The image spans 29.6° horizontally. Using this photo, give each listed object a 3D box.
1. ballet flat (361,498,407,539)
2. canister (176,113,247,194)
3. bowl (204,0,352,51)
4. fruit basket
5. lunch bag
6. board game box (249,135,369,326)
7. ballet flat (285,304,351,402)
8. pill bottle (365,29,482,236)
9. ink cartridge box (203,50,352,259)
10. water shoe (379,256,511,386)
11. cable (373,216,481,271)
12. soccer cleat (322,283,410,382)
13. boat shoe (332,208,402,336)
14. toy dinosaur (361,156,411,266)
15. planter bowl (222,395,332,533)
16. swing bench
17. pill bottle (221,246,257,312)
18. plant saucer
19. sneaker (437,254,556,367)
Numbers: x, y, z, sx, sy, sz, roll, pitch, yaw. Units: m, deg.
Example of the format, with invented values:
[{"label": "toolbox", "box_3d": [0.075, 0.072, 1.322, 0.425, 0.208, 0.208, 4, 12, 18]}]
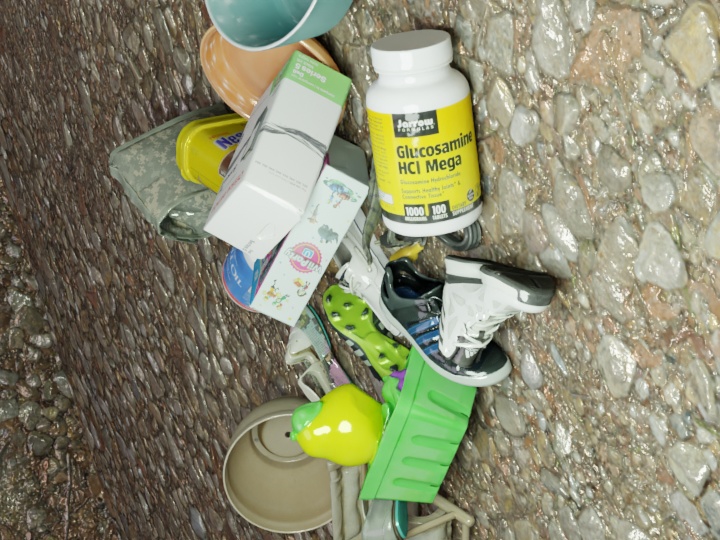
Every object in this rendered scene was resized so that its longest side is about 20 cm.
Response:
[{"label": "ballet flat", "box_3d": [0.035, 0.270, 1.744, 0.201, 0.063, 0.068, -75, -35, -51]}, {"label": "canister", "box_3d": [-0.135, -0.137, 1.816, 0.200, 0.148, 0.087, 35, 129, 47]}, {"label": "bowl", "box_3d": [-0.077, -0.344, 1.554, 0.200, 0.105, 0.203, 0, 90, 41]}, {"label": "fruit basket", "box_3d": [0.022, 0.178, 1.642, 0.214, 0.156, 0.217, 10, 134, 11]}, {"label": "lunch bag", "box_3d": [-0.249, -0.132, 1.982, 0.164, 0.199, 0.118, 50, 148, 32]}, {"label": "board game box", "box_3d": [-0.063, -0.053, 1.662, 0.201, 0.064, 0.148, -62, 12, 18]}, {"label": "ballet flat", "box_3d": [-0.064, 0.137, 1.961, 0.201, 0.071, 0.069, 60, 154, 20]}, {"label": "pill bottle", "box_3d": [0.066, -0.147, 1.451, 0.112, 0.112, 0.202, 27, 132, 55]}, {"label": "ink cartridge box", "box_3d": [-0.098, -0.136, 1.626, 0.084, 0.201, 0.145, 27, 149, -14]}, {"label": "water shoe", "box_3d": [0.091, 0.059, 1.570, 0.200, 0.071, 0.079, 35, 145, 34]}, {"label": "cable", "box_3d": [0.079, -0.056, 1.601, 0.199, 0.050, 0.098, -12, 81, 52]}, {"label": "soccer cleat", "box_3d": [0.013, 0.096, 1.793, 0.200, 0.067, 0.081, 48, 160, 37]}, {"label": "boat shoe", "box_3d": [0.000, 0.000, 1.741, 0.201, 0.065, 0.072, 64, 154, 12]}, {"label": "toy dinosaur", "box_3d": [0.029, -0.077, 1.557, 0.088, 0.047, 0.201, 59, -144, -57]}, {"label": "planter bowl", "box_3d": [-0.106, 0.268, 2.032, 0.135, 0.198, 0.202, -103, 4, -65]}, {"label": "swing bench", "box_3d": [0.052, 0.365, 1.841, 0.200, 0.129, 0.200, 48, 148, 47]}, {"label": "pill bottle", "box_3d": [-0.120, -0.023, 1.909, 0.113, 0.112, 0.200, 64, 153, 12]}, {"label": "plant saucer", "box_3d": [-0.105, -0.248, 1.702, 0.199, 0.038, 0.201, 19, 148, 12]}, {"label": "sneaker", "box_3d": [0.142, 0.052, 1.451, 0.200, 0.075, 0.116, -160, 77, -69]}]
